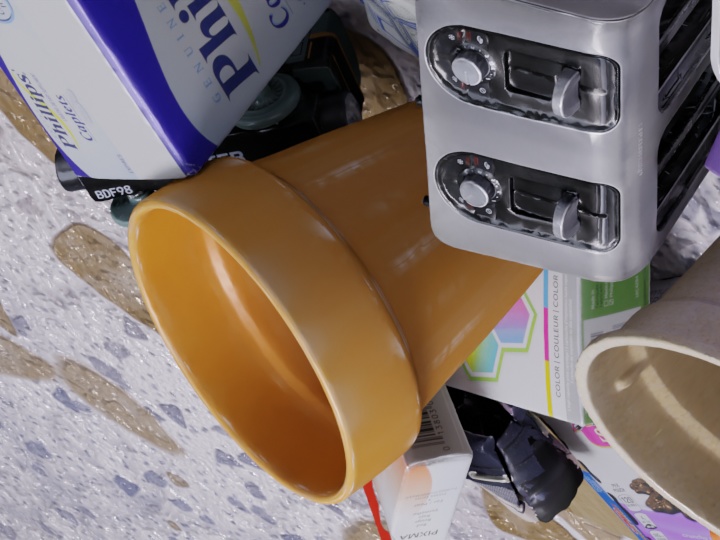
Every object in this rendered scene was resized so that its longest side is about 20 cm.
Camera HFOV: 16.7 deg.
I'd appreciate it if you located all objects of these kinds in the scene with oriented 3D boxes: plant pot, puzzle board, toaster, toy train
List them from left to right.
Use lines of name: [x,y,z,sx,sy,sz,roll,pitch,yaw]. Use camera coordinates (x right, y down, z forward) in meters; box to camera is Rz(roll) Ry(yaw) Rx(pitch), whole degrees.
toy train: [-0.089,-0.095,1.501,0.200,0.114,0.085,-10,132,20]
plant pot: [0.000,0.000,1.395,0.200,0.183,0.200,43,154,27]
puzzle board: [0.129,0.114,1.693,0.200,0.017,0.151,47,168,-21]
toaster: [0.119,-0.118,1.233,0.119,0.200,0.181,20,140,22]
plant pot: [0.246,0.033,1.297,0.200,0.184,0.200,30,157,15]

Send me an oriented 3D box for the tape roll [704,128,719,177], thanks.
tape roll: [0.262,-0.037,1.132,0.200,0.066,0.200,23,-172,-3]

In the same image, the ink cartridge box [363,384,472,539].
ink cartridge box: [0.010,0.114,1.583,0.200,0.050,0.162,107,150,-48]

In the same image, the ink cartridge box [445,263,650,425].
ink cartridge box: [0.090,0.021,1.512,0.200,0.059,0.104,16,112,51]

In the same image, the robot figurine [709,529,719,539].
robot figurine: [0.294,0.144,1.433,0.200,0.117,0.144,14,-154,-33]

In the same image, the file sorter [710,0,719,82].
file sorter: [0.242,-0.154,1.013,0.124,0.200,0.139,25,150,23]

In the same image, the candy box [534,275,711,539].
candy box: [0.213,0.099,1.562,0.200,0.072,0.168,48,150,-20]

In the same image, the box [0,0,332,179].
box: [-0.116,-0.182,1.363,0.105,0.200,0.184,6,140,42]

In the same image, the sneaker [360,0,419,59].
sneaker: [0.018,-0.165,1.368,0.200,0.075,0.088,44,154,-22]

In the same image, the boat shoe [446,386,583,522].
boat shoe: [0.059,0.088,1.616,0.200,0.075,0.093,26,160,47]
